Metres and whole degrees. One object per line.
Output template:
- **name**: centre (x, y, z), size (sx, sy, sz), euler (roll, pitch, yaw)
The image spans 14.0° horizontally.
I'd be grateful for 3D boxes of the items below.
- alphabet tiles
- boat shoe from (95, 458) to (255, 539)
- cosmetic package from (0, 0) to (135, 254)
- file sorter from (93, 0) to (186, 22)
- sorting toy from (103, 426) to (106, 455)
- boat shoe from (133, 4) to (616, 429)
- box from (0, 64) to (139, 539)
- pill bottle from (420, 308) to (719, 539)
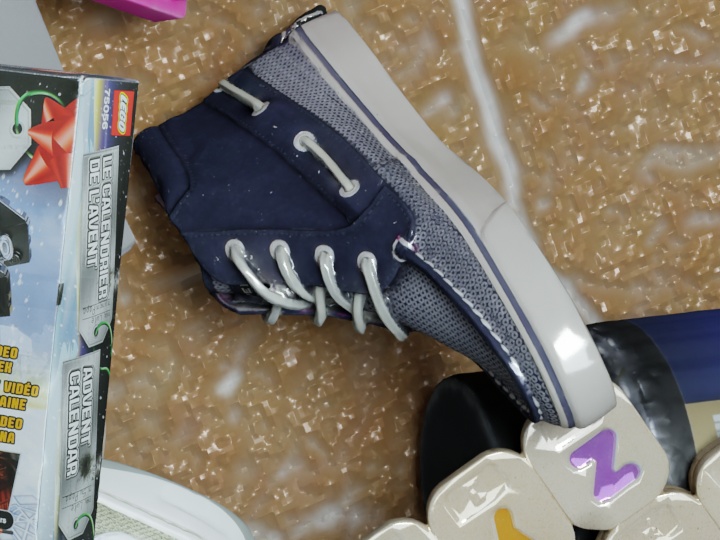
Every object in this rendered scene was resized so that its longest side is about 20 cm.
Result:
- **alphabet tiles**: centre (0.087, 0.142, 1.001), size (0.200, 0.015, 0.196), euler (-37, 104, -1)
- **boat shoe**: centre (-0.131, 0.088, 0.938), size (0.201, 0.075, 0.065), euler (21, 44, -12)
- **cosmetic package**: centre (-0.165, -0.072, 0.937), size (0.090, 0.106, 0.201), euler (-37, 108, -59)
- **file sorter**: centre (-0.050, -0.194, 0.919), size (0.139, 0.125, 0.201), euler (14, 77, -57)
- **sorting toy**: centre (-0.193, 0.121, 0.992), size (0.199, 0.036, 0.186), euler (6, 89, -18)
- **boat shoe**: centre (0.000, 0.000, 0.983), size (0.092, 0.200, 0.075), euler (-32, 138, -8)
- **box**: centre (-0.167, 0.000, 0.873), size (0.199, 0.040, 0.138), euler (8, 95, 23)
- **pill bottle**: centre (0.128, 0.070, 1.064), size (0.199, 0.112, 0.113), euler (-6, 98, -19)
